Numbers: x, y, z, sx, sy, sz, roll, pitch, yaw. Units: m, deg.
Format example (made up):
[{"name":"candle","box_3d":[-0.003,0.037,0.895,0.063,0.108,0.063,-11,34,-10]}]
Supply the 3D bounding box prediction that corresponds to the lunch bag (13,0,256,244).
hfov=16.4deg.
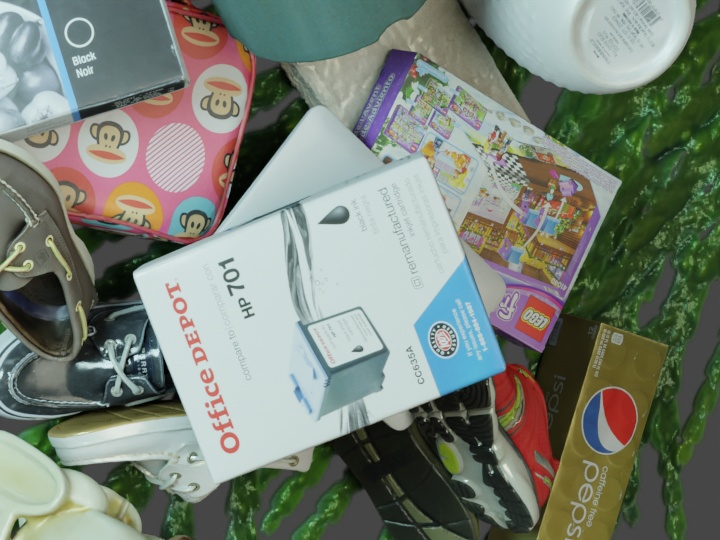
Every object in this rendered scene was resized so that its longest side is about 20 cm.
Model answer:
[{"name":"lunch bag","box_3d":[-0.168,-0.117,1.596,0.199,0.082,0.178,14,90,-30]}]

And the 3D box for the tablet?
[{"name":"tablet","box_3d":[0.000,0.000,1.667,0.200,0.014,0.130,43,77,-26]}]

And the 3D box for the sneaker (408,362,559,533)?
[{"name":"sneaker","box_3d":[0.084,0.086,1.696,0.085,0.077,0.201,-54,137,-36]}]

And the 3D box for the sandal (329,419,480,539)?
[{"name":"sandal","box_3d":[0.023,0.112,1.751,0.202,0.079,0.057,65,26,-13]}]

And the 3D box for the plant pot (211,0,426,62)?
[{"name":"plant pot","box_3d":[-0.045,-0.247,1.533,0.200,0.200,0.197,-39,135,-19]}]

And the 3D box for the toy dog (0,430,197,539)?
[{"name":"toy dog","box_3d":[-0.161,0.201,1.596,0.200,0.192,0.141,41,59,-61]}]

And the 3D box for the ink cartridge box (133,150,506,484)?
[{"name":"ink cartridge box","box_3d":[-0.026,0.030,1.574,0.199,0.086,0.147,-22,94,0]}]

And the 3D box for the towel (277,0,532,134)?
[{"name":"towel","box_3d":[0.034,-0.119,1.739,0.132,0.034,0.201,-41,115,-17]}]

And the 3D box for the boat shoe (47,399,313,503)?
[{"name":"boat shoe","box_3d":[-0.113,0.122,1.667,0.199,0.071,0.070,-4,98,-30]}]

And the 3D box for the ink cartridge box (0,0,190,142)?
[{"name":"ink cartridge box","box_3d":[-0.225,-0.178,1.508,0.197,0.043,0.202,-18,85,-5]}]

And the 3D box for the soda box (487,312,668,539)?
[{"name":"soda box","box_3d":[0.156,0.137,1.826,0.067,0.064,0.202,18,89,-30]}]

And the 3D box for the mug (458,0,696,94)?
[{"name":"mug","box_3d":[0.139,-0.217,1.671,0.147,0.176,0.201,-29,124,-2]}]

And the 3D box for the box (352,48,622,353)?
[{"name":"box","box_3d":[0.074,-0.047,1.731,0.199,0.039,0.138,30,83,-30]}]

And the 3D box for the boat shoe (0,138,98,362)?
[{"name":"boat shoe","box_3d":[-0.211,-0.012,1.528,0.200,0.071,0.060,67,16,-58]}]

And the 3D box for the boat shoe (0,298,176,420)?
[{"name":"boat shoe","box_3d":[-0.151,0.057,1.638,0.199,0.068,0.072,-10,102,-28]}]
